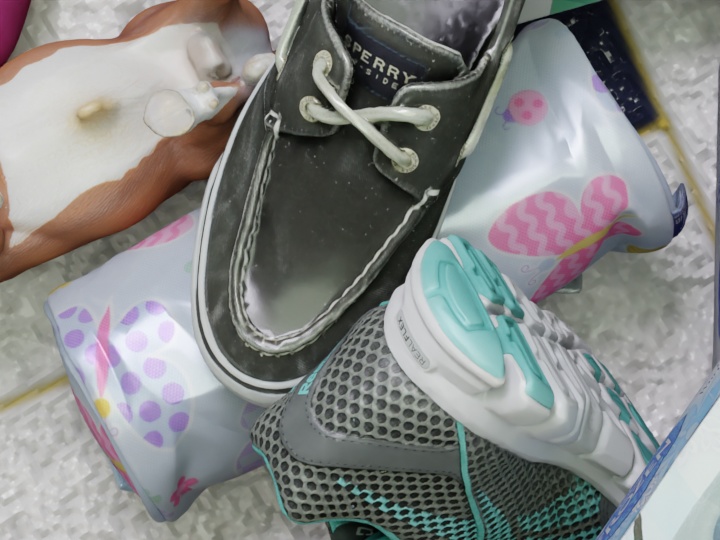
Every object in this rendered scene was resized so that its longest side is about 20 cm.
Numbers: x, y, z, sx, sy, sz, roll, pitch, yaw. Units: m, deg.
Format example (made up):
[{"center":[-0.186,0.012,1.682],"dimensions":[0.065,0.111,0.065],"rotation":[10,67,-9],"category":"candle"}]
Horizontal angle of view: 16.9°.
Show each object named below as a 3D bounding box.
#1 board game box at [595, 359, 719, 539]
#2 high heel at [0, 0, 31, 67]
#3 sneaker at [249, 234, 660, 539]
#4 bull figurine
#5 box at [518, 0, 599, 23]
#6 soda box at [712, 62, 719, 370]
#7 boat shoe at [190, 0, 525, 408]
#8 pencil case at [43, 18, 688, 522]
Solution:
[{"center":[0.171,0.092,0.646],"dimensions":[0.200,0.043,0.199],"rotation":[35,95,1],"category":"board game box"},{"center":[-0.087,-0.160,0.776],"dimensions":[0.096,0.067,0.201],"rotation":[2,85,6],"category":"high heel"},{"center":[0.033,0.057,0.723],"dimensions":[0.091,0.200,0.078],"rotation":[-35,57,11],"category":"sneaker"},{"center":[-0.105,-0.031,0.750],"dimensions":[0.200,0.121,0.065],"rotation":[-33,85,-9],"category":"bull figurine"},{"center":[0.064,-0.175,0.724],"dimensions":[0.144,0.036,0.200],"rotation":[-16,125,7],"category":"box"},{"center":[0.145,0.006,0.742],"dimensions":[0.068,0.063,0.201],"rotation":[6,63,0],"category":"soda box"},{"center":[0.004,-0.056,0.690],"dimensions":[0.071,0.064,0.200],"rotation":[24,88,5],"category":"boat shoe"},{"center":[0.000,0.000,0.765],"dimensions":[0.200,0.091,0.083],"rotation":[-28,69,-4],"category":"pencil case"}]
